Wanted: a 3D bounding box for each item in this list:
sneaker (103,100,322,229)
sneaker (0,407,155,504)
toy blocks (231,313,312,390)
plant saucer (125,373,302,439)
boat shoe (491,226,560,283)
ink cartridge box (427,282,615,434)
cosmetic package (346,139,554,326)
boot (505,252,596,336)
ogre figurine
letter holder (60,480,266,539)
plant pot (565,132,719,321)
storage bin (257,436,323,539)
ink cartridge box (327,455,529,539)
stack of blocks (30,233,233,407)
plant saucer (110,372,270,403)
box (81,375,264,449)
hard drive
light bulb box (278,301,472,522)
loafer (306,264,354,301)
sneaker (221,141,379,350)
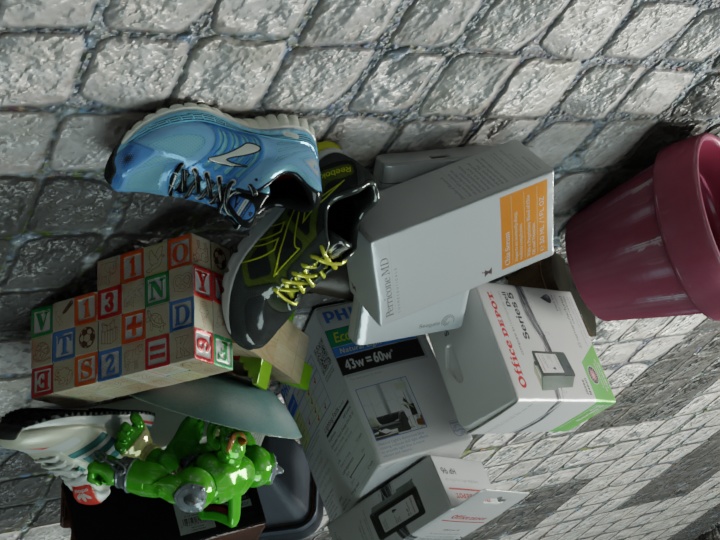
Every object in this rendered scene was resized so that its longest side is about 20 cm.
[{"bbox_3d":[-0.112,-0.081,1.018,0.197,0.091,0.079,-4,148,-31],"label":"sneaker"},{"bbox_3d":[-0.271,0.182,1.203,0.069,0.095,0.199,0,175,27],"label":"sneaker"},{"bbox_3d":[-0.143,0.062,1.238,0.135,0.102,0.200,6,163,22],"label":"toy blocks"},{"bbox_3d":[-0.149,0.122,1.239,0.198,0.039,0.201,16,178,0],"label":"plant saucer"},{"bbox_3d":[0.139,-0.002,1.388,0.201,0.065,0.074,-39,149,30],"label":"boat shoe"},{"bbox_3d":[0.179,0.100,1.386,0.084,0.147,0.198,-35,153,34],"label":"ink cartridge box"},{"bbox_3d":[0.085,-0.038,1.177,0.198,0.071,0.103,-22,130,-17],"label":"cosmetic package"},{"bbox_3d":[0.242,0.035,1.553,0.075,0.075,0.200,-18,150,25],"label":"boot"},{"bbox_3d":[-0.159,0.191,1.221,0.199,0.119,0.100,26,85,-59],"label":"ogre figurine"},{"bbox_3d":[-0.219,0.276,1.346,0.197,0.102,0.143,-11,154,-21],"label":"letter holder"},{"bbox_3d":[0.335,-0.029,1.375,0.177,0.203,0.199,-21,158,33],"label":"plant pot"},{"bbox_3d":[-0.156,0.246,1.534,0.197,0.147,0.135,-9,142,15],"label":"storage bin"},{"bbox_3d":[0.076,0.266,1.377,0.199,0.069,0.115,-37,151,24],"label":"ink cartridge box"},{"bbox_3d":[-0.214,0.050,1.147,0.197,0.117,0.058,-15,158,28],"label":"stack of blocks"},{"bbox_3d":[-0.201,0.139,1.410,0.197,0.036,0.201,-18,153,-9],"label":"plant saucer"},{"bbox_3d":[-0.206,0.176,1.359,0.197,0.069,0.083,-10,151,-23],"label":"box"},{"bbox_3d":[0.061,-0.024,1.237,0.130,0.027,0.203,-8,124,-28],"label":"hard drive"},{"bbox_3d":[0.010,0.166,1.443,0.123,0.202,0.199,-11,151,-25],"label":"light bulb box"},{"bbox_3d":[0.000,0.000,1.275,0.197,0.072,0.073,-11,151,-24],"label":"loafer"},{"bbox_3d":[-0.054,-0.017,1.099,0.074,0.084,0.202,25,92,-48],"label":"sneaker"}]
